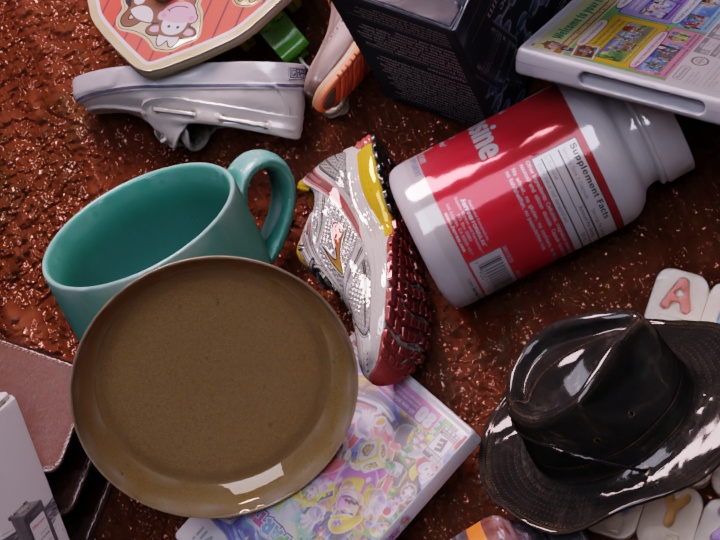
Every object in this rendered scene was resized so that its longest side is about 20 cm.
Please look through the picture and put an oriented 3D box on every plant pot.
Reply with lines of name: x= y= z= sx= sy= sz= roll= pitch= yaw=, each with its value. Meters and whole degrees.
plant pot: x=-0.101 y=0.077 z=1.342 sx=0.199 sy=0.201 sz=0.028 roll=-27 pitch=25 yaw=5

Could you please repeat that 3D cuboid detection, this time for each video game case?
video game case: x=0.226 y=-0.157 z=1.357 sx=0.181 sy=0.200 sz=0.022 roll=17 pitch=121 yaw=20
video game case: x=-0.026 y=0.154 z=1.374 sx=0.200 sy=0.018 sz=0.143 roll=-48 pitch=48 yaw=-3

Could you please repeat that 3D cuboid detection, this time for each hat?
hat: x=0.155 y=0.074 z=1.286 sx=0.199 sy=0.081 sz=0.201 roll=-22 pitch=33 yaw=15

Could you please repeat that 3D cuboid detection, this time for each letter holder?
letter holder: x=-0.286 y=0.122 z=1.438 sx=0.198 sy=0.101 sz=0.143 roll=17 pitch=79 yaw=20

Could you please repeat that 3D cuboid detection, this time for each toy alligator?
toy alligator: x=-0.076 y=-0.199 z=1.510 sx=0.059 sy=0.054 sz=0.200 roll=-40 pitch=66 yaw=0

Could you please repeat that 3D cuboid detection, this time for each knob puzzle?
knob puzzle: x=-0.130 y=-0.237 z=1.490 sx=0.217 sy=0.031 sz=0.221 roll=-9 pitch=57 yaw=14

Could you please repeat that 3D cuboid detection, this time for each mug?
mug: x=-0.123 y=0.006 z=1.407 sx=0.183 sy=0.115 sz=0.152 roll=-21 pitch=29 yaw=7

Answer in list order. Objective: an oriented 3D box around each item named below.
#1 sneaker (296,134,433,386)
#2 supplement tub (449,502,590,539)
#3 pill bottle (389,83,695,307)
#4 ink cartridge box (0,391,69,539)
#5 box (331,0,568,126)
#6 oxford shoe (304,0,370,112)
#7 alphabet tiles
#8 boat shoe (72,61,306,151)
sneaker: x=0.000 y=0.000 z=1.411 sx=0.082 sy=0.078 sz=0.201 roll=-21 pitch=51 yaw=16
supplement tub: x=0.070 y=0.235 z=1.297 sx=0.199 sy=0.107 sz=0.107 roll=-32 pitch=66 yaw=3
pill bottle: x=0.129 y=-0.065 z=1.376 sx=0.199 sy=0.112 sz=0.113 roll=-27 pitch=67 yaw=5
ink cartridge box: x=-0.282 y=0.203 z=1.357 sx=0.144 sy=0.083 sz=0.202 roll=-15 pitch=101 yaw=23
box: x=0.070 y=-0.209 z=1.393 sx=0.106 sy=0.200 sz=0.149 roll=21 pitch=79 yaw=20
oxford shoe: x=-0.003 y=-0.212 z=1.480 sx=0.072 sy=0.071 sz=0.201 roll=26 pitch=70 yaw=5
alphabet tiles: x=0.235 y=0.101 z=1.344 sx=0.198 sy=0.015 sz=0.197 roll=16 pitch=77 yaw=20
boat shoe: x=-0.132 y=-0.124 z=1.497 sx=0.198 sy=0.072 sz=0.066 roll=0 pitch=91 yaw=19
